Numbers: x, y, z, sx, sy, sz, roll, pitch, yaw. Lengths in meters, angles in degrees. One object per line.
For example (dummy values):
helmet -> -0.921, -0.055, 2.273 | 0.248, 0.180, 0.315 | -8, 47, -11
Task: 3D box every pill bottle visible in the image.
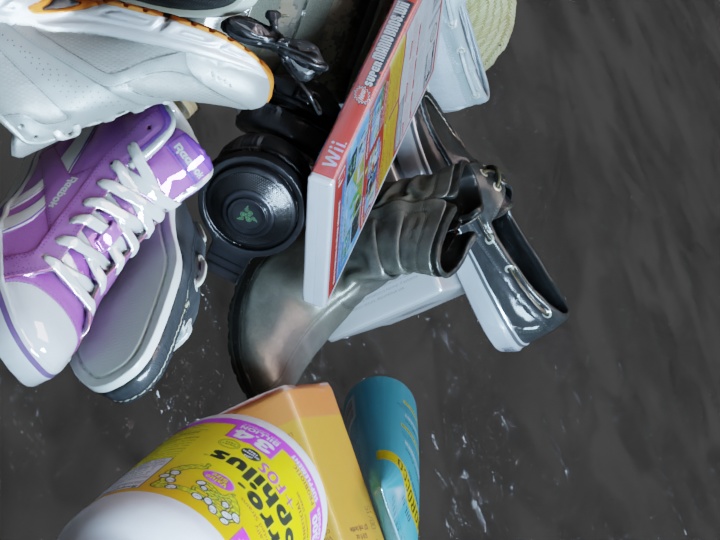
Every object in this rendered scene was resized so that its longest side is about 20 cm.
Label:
pill bottle -> -0.092, 0.148, 1.061 | 0.105, 0.104, 0.200 | 64, 21, -5

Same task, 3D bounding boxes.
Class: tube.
tube -> 0.017, 0.129, 1.347 | 0.200, 0.050, 0.078 | -96, 166, -69

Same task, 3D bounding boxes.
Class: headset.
headset -> -0.062, -0.077, 1.265 | 0.093, 0.200, 0.124 | 26, 56, -4

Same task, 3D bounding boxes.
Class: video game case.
video game case -> 0.010, -0.094, 1.300 | 0.143, 0.017, 0.201 | 95, 16, -59

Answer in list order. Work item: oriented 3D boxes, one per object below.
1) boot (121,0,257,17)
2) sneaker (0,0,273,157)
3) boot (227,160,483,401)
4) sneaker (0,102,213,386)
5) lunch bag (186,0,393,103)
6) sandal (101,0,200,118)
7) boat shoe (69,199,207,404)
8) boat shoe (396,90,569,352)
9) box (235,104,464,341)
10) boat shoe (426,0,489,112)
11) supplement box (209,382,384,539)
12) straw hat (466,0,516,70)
boot -> -0.132, -0.206, 1.253 | 0.144, 0.199, 0.073 | -35, 143, -70
sneaker -> -0.147, -0.100, 1.122 | 0.076, 0.198, 0.093 | -124, -134, -82
boot -> 0.000, 0.000, 1.354 | 0.068, 0.130, 0.201 | 59, 38, -33
sneaker -> -0.138, -0.029, 1.129 | 0.073, 0.114, 0.201 | 53, 26, -32
lunch bag -> -0.026, -0.197, 1.349 | 0.199, 0.165, 0.118 | 7, 25, -33
sandal -> -0.144, -0.101, 1.262 | 0.078, 0.070, 0.212 | 49, -1, 3
boat shoe -> -0.117, 0.013, 1.181 | 0.060, 0.075, 0.201 | 55, 22, -31
boat shoe -> 0.083, -0.042, 1.469 | 0.201, 0.056, 0.069 | 64, 22, -7
box -> 0.002, -0.064, 1.513 | 0.124, 0.097, 0.201 | -10, 77, -68
boat shoe -> 0.054, -0.202, 1.465 | 0.070, 0.071, 0.202 | -83, 165, -56
supplement box -> -0.023, 0.171, 1.254 | 0.066, 0.068, 0.201 | 4, 62, -66
straw hat -> 0.013, -0.198, 1.603 | 0.202, 0.200, 0.085 | 58, 46, -19
